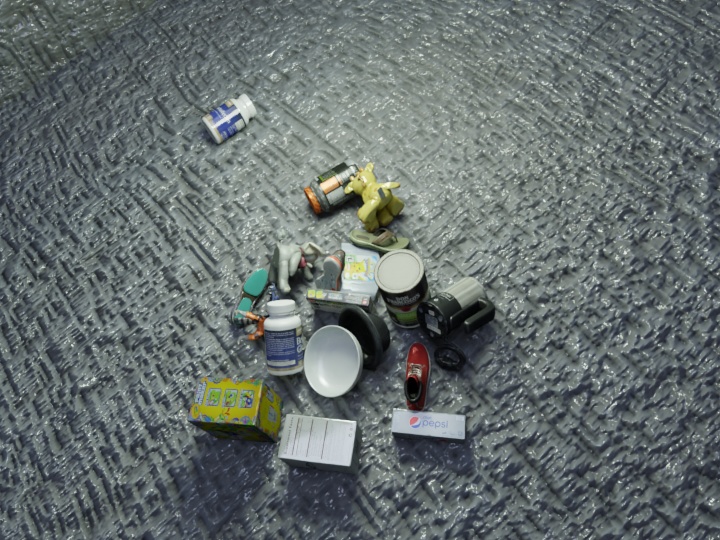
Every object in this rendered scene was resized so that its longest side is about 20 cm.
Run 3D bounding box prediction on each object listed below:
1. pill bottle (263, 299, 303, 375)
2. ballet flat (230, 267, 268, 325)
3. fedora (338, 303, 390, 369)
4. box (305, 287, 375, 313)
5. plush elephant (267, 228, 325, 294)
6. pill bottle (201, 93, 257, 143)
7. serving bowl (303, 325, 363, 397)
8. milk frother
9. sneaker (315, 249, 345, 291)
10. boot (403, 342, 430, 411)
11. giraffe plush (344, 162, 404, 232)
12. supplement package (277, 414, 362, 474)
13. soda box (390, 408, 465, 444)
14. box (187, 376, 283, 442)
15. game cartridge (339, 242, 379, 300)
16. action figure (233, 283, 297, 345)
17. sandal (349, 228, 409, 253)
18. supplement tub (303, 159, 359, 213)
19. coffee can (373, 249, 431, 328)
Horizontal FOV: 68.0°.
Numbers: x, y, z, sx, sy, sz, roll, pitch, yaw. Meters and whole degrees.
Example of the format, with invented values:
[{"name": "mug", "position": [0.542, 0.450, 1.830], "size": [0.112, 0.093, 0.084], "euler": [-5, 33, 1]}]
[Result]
[{"name": "pill bottle", "position": [-0.225, 0.193, 1.559], "size": [0.109, 0.111, 0.204], "euler": [-2, 99, 9]}, {"name": "ballet flat", "position": [-0.365, 0.083, 1.723], "size": [0.071, 0.072, 0.203], "euler": [18, 72, 19]}, {"name": "fedora", "position": [0.021, 0.186, 1.569], "size": [0.091, 0.202, 0.201], "euler": [-15, 52, -38]}, {"name": "box", "position": [-0.059, 0.099, 1.633], "size": [0.196, 0.110, 0.035], "euler": [7, 68, 13]}, {"name": "plush elephant", "position": [-0.204, -0.031, 1.724], "size": [0.152, 0.164, 0.204], "euler": [4, 94, -27]}, {"name": "pill bottle", "position": [-0.513, -0.601, 2.101], "size": [0.199, 0.116, 0.116], "euler": [-38, 61, -11]}, {"name": "serving bowl", "position": [-0.069, 0.263, 1.548], "size": [0.197, 0.065, 0.204], "euler": [-7, 78, 32]}, {"name": "milk frother", "position": [0.280, 0.155, 1.539], "size": [0.186, 0.202, 0.180], "euler": [-26, 48, -33]}, {"name": "sneaker", "position": [-0.080, 0.008, 1.652], "size": [0.077, 0.201, 0.082], "euler": [36, 54, 5]}, {"name": "boot", "position": [0.155, 0.278, 1.478], "size": [0.071, 0.145, 0.203], "euler": [-1, 60, 11]}, {"name": "giraffe plush", "position": [0.032, -0.253, 1.761], "size": [0.171, 0.201, 0.163], "euler": [-30, 57, -16]}, {"name": "supplement package", "position": [-0.105, 0.468, 1.436], "size": [0.196, 0.117, 0.119], "euler": [3, 62, 12]}, {"name": "soda box", "position": [0.183, 0.420, 1.437], "size": [0.196, 0.069, 0.064], "euler": [2, 63, 12]}, {"name": "box", "position": [-0.337, 0.388, 1.474], "size": [0.189, 0.201, 0.124], "euler": [1, 61, 10]}, {"name": "game cartridge", "position": [0.000, 0.000, 1.702], "size": [0.131, 0.041, 0.203], "euler": [5, 56, -7]}, {"name": "action figure", "position": [-0.291, 0.132, 1.641], "size": [0.190, 0.204, 0.104], "euler": [-8, 16, -19]}, {"name": "sandal", "position": [0.062, -0.104, 1.726], "size": [0.197, 0.058, 0.080], "euler": [9, 35, -3]}, {"name": "supplement tub", "position": [-0.090, -0.287, 1.846], "size": [0.198, 0.123, 0.123], "euler": [-30, 60, -7]}, {"name": "coffee can", "position": [0.130, 0.056, 1.561], "size": [0.144, 0.201, 0.148], "euler": [-8, 54, 12]}]
